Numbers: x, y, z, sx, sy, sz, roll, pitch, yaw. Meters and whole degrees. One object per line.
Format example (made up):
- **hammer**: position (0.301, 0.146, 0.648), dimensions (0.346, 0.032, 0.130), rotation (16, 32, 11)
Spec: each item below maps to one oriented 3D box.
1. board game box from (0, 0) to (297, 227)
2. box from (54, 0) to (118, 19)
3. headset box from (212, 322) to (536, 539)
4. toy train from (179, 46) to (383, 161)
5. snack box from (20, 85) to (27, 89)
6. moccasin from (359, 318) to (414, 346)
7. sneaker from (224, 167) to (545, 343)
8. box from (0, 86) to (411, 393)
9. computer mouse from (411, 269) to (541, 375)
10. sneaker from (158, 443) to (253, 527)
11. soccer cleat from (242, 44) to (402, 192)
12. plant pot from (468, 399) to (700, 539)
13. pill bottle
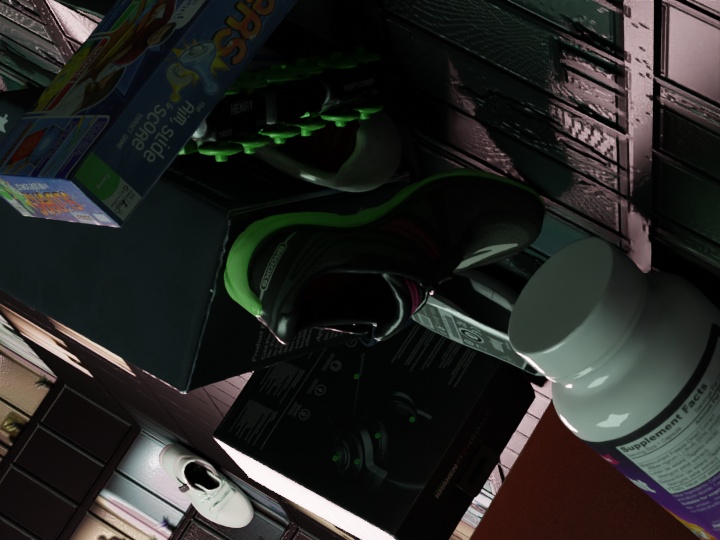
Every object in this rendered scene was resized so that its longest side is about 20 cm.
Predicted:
- **board game box**: position (-0.093, -0.111, 0.947), dimensions (0.034, 0.200, 0.135), rotation (43, 164, -24)
- **box**: position (-0.207, -0.190, 1.080), dimensions (0.192, 0.048, 0.200), rotation (15, -170, -37)
- **headset box**: position (0.018, 0.117, 1.546), dimensions (0.199, 0.175, 0.093), rotation (24, 163, 30)
- **toy train**: position (-0.049, -0.091, 1.037), dimensions (0.056, 0.042, 0.200), rotation (3, -167, 27)
- **snack box**: position (-0.228, -0.071, 1.712), dimensions (0.200, 0.053, 0.142), rotation (34, 167, -5)
- **moccasin**: position (0.000, 0.000, 1.385), dimensions (0.080, 0.068, 0.200), rotation (36, 169, 36)
- **sneaker**: position (0.021, 0.000, 1.126), dimensions (0.084, 0.199, 0.077), rotation (58, 154, 35)
- **box**: position (-0.110, -0.033, 1.239), dimensions (0.199, 0.125, 0.196), rotation (26, -159, 28)
- **computer mouse**: position (0.114, 0.039, 1.337), dimensions (0.199, 0.044, 0.110), rotation (24, 166, 18)
- **sneaker**: position (-0.241, 0.369, 3.213), dimensions (0.200, 0.074, 0.118), rotation (42, 170, -24)
- **soccer cleat**: position (-0.068, -0.105, 1.172), dimensions (0.199, 0.070, 0.086), rotation (22, -173, 15)
- **plant pot**: position (0.186, 0.229, 1.413), dimensions (0.176, 0.201, 0.200), rotation (30, 177, 22)
- **pill bottle**: position (0.182, 0.072, 1.141), dimensions (0.200, 0.112, 0.111), rotation (40, 165, -24)
